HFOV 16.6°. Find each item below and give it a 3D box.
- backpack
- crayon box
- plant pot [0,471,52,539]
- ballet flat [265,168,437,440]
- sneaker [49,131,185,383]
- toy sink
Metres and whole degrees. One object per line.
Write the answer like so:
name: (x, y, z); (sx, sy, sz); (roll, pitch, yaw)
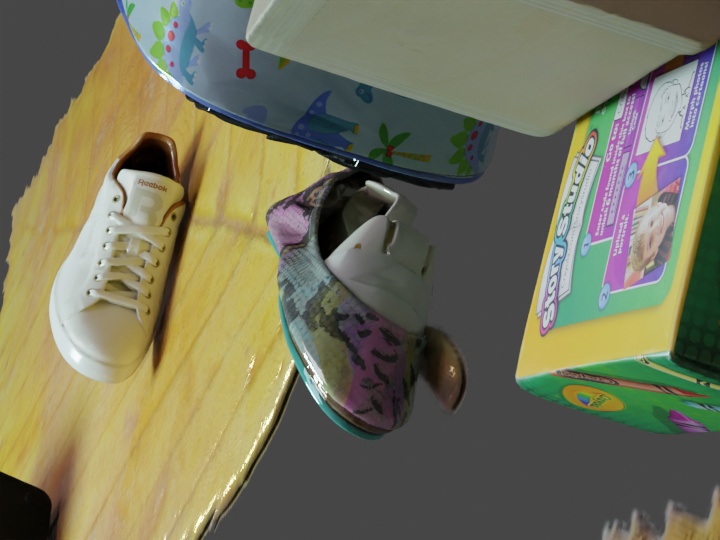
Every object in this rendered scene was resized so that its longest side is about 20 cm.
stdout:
backpack: (-0.013, -0.134, 1.031); (0.200, 0.183, 0.147); (-112, 40, -60)
crayon box: (0.112, -0.057, 0.721); (0.119, 0.058, 0.201); (161, 125, -73)
plant pot: (-0.329, 0.234, 1.798); (0.177, 0.199, 0.200); (-49, 26, 32)
ballet flat: (0.000, 0.000, 1.083); (0.071, 0.069, 0.200); (-48, 20, 13)
sneaker: (-0.160, -0.017, 1.658); (0.200, 0.073, 0.085); (-86, 17, -45)
toy sink: (0.052, -0.127, 0.689); (0.200, 0.112, 0.131); (145, 141, -75)
